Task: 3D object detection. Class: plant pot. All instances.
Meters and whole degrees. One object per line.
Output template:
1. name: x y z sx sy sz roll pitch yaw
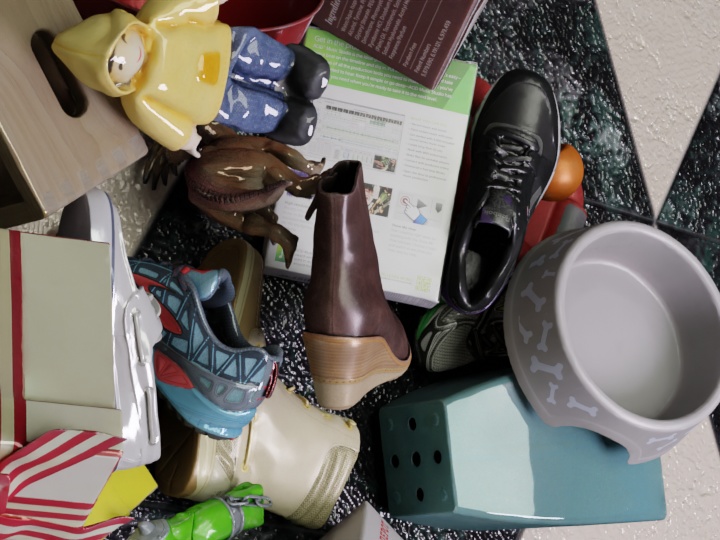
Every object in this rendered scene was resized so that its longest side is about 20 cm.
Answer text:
1. plant pot: 0.122 0.147 1.892 0.200 0.141 0.142 -4 85 -36

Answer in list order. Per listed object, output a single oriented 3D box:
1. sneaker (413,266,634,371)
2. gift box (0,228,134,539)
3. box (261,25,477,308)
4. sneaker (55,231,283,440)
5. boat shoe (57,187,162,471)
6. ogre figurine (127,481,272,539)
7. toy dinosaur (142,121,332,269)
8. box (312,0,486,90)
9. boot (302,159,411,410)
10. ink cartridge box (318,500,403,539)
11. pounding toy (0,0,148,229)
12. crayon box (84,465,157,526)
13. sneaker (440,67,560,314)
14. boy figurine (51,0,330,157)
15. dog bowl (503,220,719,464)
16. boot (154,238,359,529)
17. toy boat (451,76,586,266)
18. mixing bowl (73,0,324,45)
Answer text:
1. sneaker: 0.136 0.037 1.912 0.200 0.085 0.078 -21 140 -11
2. gift box: -0.237 0.088 1.494 0.199 0.185 0.187 5 57 -15
3. box: 0.007 -0.082 1.840 0.144 0.036 0.201 12 80 -9
4. sneaker: -0.133 0.024 1.674 0.200 0.096 0.079 45 17 9
5. boat shoe: -0.171 0.040 1.615 0.065 0.074 0.201 -6 102 -28
6. ogre figurine: -0.131 0.255 1.679 0.120 0.098 0.200 9 113 -46
7. toy dinosaur: -0.101 -0.072 1.719 0.135 0.200 0.086 25 100 -11
8. box: 0.026 -0.283 1.804 0.200 0.164 0.166 29 58 1
9. boot: 0.000 0.000 1.719 0.200 0.072 0.167 -56 149 -75
10. ink cartridge box: 0.039 0.285 1.748 0.084 0.146 0.200 -42 96 8
11. pounding toy: -0.244 -0.145 1.584 0.142 0.184 0.200 -36 106 -39
12. crayon box: -0.247 0.162 1.619 0.200 0.051 0.127 -41 109 -37
13. sneaker: 0.116 -0.060 1.835 0.076 0.088 0.201 15 94 -4
14. boy figurine: -0.114 -0.141 1.554 0.200 0.064 0.125 13 98 -44
15. dog bowl: 0.212 0.051 1.855 0.200 0.059 0.201 13 64 -28
16. boot: -0.069 0.089 1.772 0.155 0.073 0.201 19 72 -37
17. toy boat: 0.130 -0.079 1.935 0.200 0.131 0.131 39 59 -30
18. mixing bowl: -0.134 -0.178 1.707 0.200 0.200 0.109 -14 132 -42
